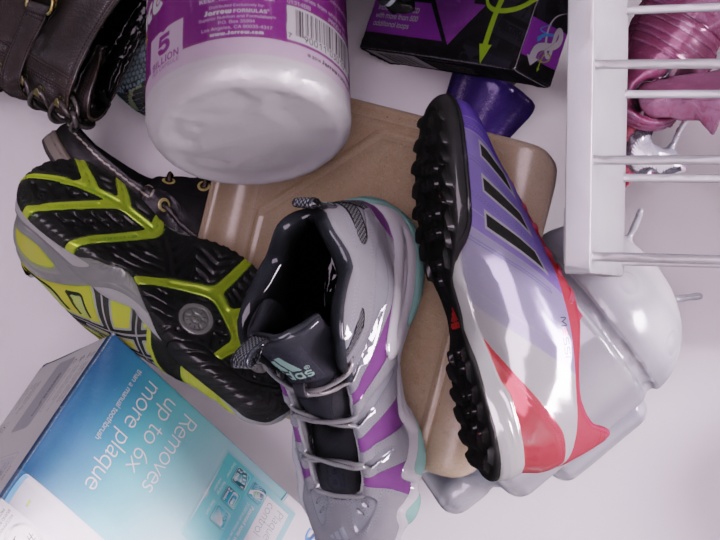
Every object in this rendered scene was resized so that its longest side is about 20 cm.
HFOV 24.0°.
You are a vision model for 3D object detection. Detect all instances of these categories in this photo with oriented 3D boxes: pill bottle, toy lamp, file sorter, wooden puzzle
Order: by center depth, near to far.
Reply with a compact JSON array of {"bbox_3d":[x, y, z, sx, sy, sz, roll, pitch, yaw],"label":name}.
[{"bbox_3d":[0.175,-0.098,0.861,0.124,0.139,0.202,0,89,15],"label":"file sorter"},{"bbox_3d":[-0.063,-0.158,0.932,0.111,0.112,0.201,-4,62,3],"label":"pill bottle"},{"bbox_3d":[0.000,0.000,0.957,0.199,0.037,0.186,17,96,24],"label":"wooden puzzle"},{"bbox_3d":[0.110,-0.158,1.030,0.058,0.058,0.201,32,89,3],"label":"toy lamp"}]

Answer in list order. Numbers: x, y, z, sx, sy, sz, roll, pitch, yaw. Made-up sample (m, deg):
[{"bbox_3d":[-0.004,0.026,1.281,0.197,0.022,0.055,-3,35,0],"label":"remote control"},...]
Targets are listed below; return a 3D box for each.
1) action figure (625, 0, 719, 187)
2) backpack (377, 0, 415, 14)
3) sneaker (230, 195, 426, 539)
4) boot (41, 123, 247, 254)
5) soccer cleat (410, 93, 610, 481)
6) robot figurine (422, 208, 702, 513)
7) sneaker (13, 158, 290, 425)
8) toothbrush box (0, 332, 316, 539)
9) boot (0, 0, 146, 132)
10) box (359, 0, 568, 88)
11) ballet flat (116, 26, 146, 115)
[{"bbox_3d":[0.180,-0.136,0.963,0.148,0.134,0.201,29,86,-27],"label":"action figure"},{"bbox_3d":[0.062,-0.257,0.888,0.199,0.178,0.151,-28,114,24],"label":"backpack"},{"bbox_3d":[-0.025,0.059,0.868,0.077,0.140,0.202,-3,87,26],"label":"sneaker"},{"bbox_3d":[-0.078,-0.054,1.026,0.200,0.073,0.151,43,91,0],"label":"boot"},{"bbox_3d":[0.076,0.005,0.880,0.073,0.068,0.202,-11,87,-14],"label":"soccer cleat"},{"bbox_3d":[0.106,0.052,0.993,0.200,0.113,0.170,-38,125,1],"label":"robot figurine"},{"bbox_3d":[-0.114,0.019,0.961,0.200,0.077,0.075,40,52,13],"label":"sneaker"},{"bbox_3d":[-0.124,0.160,0.952,0.200,0.085,0.147,46,52,-20],"label":"toothbrush box"},{"bbox_3d":[-0.222,-0.121,1.005,0.173,0.069,0.201,27,87,29],"label":"boot"},{"bbox_3d":[0.084,-0.214,0.999,0.036,0.143,0.201,21,87,-40],"label":"box"},{"bbox_3d":[-0.067,-0.159,1.041,0.199,0.074,0.075,-29,87,3],"label":"ballet flat"}]
